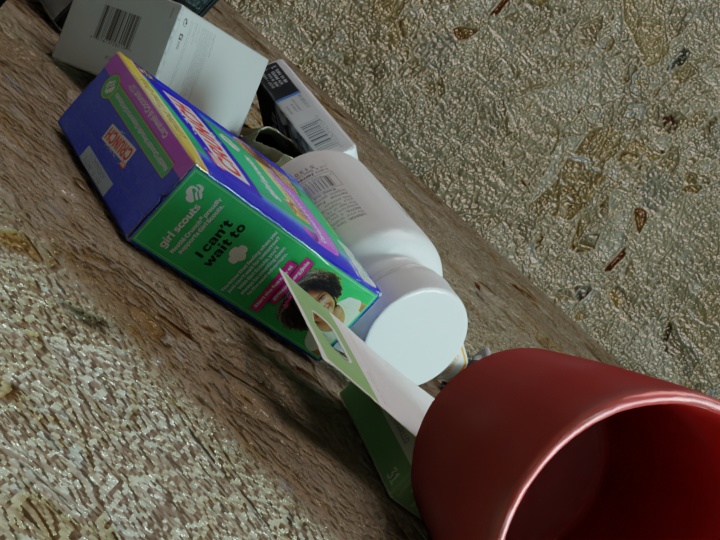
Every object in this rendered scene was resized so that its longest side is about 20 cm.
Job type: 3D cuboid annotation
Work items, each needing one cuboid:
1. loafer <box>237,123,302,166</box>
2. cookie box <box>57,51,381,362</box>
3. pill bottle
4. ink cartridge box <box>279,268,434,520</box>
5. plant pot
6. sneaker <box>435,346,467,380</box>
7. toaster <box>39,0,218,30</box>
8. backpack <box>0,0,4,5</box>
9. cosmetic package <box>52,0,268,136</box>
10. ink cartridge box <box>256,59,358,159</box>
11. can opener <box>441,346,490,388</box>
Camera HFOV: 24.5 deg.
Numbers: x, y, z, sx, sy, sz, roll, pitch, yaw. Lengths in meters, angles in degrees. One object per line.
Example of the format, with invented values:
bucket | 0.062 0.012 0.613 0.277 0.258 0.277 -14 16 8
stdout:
loafer | -0.090 -0.102 1.571 0.076 0.068 0.200 38 9 -29
cookie box | -0.101 -0.045 1.186 0.199 0.075 0.171 34 12 -41
pill bottle | 0.000 0.000 1.300 0.114 0.115 0.200 35 10 -41
ink cartridge box | 0.017 0.098 1.099 0.200 0.048 0.146 38 9 -26
plant pot | 0.126 0.138 0.972 0.200 0.201 0.177 38 -1 -25
sneaker | 0.040 0.029 1.488 0.079 0.078 0.201 32 23 -30
toaster | -0.212 -0.306 1.596 0.119 0.200 0.181 49 10 20
backpack | -0.263 -0.218 1.000 0.153 0.164 0.200 28 -2 17
cosmetic package | -0.172 -0.189 1.473 0.107 0.086 0.200 21 0 20
ink cartridge box | -0.041 -0.080 1.652 0.198 0.043 0.201 -128 -160 -50
can opener | 0.104 0.110 1.450 0.066 0.053 0.200 43 8 -2
